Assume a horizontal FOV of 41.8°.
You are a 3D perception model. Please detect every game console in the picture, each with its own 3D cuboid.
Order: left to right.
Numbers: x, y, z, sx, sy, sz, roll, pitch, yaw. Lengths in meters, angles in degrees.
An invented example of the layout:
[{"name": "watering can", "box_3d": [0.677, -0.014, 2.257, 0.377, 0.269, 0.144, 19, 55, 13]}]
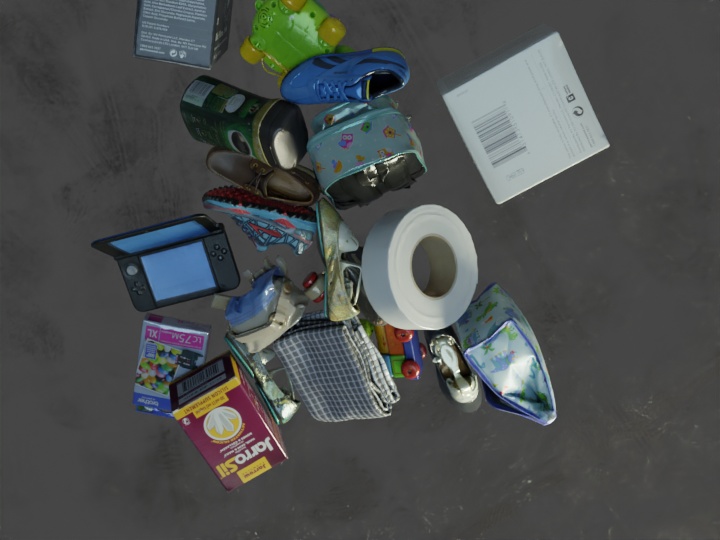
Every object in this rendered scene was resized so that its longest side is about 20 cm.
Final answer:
[{"name": "game console", "box_3d": [-0.320, -0.010, 1.573, 0.197, 0.119, 0.173, -14, 110, 6]}]

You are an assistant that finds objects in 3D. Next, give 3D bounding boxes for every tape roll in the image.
[{"name": "tape roll", "box_3d": [0.099, -0.004, 1.537, 0.200, 0.070, 0.206, 3, 85, -38]}]

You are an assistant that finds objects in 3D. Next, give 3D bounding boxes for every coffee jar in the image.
[{"name": "coffee jar", "box_3d": [-0.176, -0.228, 1.454, 0.198, 0.086, 0.105, 22, 152, 25]}]

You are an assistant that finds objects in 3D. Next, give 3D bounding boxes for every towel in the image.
[{"name": "towel", "box_3d": [-0.044, 0.167, 1.619, 0.164, 0.086, 0.202, -11, 115, 39]}]

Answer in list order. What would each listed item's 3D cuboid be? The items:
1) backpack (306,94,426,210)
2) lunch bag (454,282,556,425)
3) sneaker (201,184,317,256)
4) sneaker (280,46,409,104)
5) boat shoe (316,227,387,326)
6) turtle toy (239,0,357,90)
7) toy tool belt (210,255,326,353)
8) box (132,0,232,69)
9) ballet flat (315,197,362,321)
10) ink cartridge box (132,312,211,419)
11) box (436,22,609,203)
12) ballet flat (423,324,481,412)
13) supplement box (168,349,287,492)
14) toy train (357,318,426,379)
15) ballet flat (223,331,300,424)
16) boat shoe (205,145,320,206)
[{"name": "backpack", "box_3d": [0.005, -0.187, 1.460, 0.174, 0.200, 0.155, -19, 89, 8]}, {"name": "lunch bag", "box_3d": [0.254, 0.150, 1.604, 0.127, 0.170, 0.200, -37, 109, 13]}, {"name": "sneaker", "box_3d": [-0.172, -0.075, 1.569, 0.197, 0.080, 0.097, 16, 112, -6]}, {"name": "sneaker", "box_3d": [-0.025, -0.278, 1.389, 0.197, 0.079, 0.067, -9, 127, 8]}, {"name": "boat shoe", "box_3d": [0.000, 0.000, 1.587, 0.073, 0.075, 0.201, -32, 79, -27]}, {"name": "turtle toy", "box_3d": [-0.082, -0.349, 1.449, 0.199, 0.102, 0.146, 38, 121, -15]}, {"name": "toy tool belt", "box_3d": [-0.154, 0.041, 1.584, 0.199, 0.125, 0.123, -38, 108, 27]}, {"name": "box", "box_3d": [-0.249, -0.415, 1.375, 0.116, 0.197, 0.203, 8, 111, -4]}, {"name": "ballet flat", "box_3d": [-0.031, -0.018, 1.510, 0.070, 0.071, 0.203, -4, 102, 2]}, {"name": "ink cartridge box", "box_3d": [-0.341, 0.183, 1.690, 0.118, 0.042, 0.202, 11, 112, -4]}, {"name": "box", "box_3d": [0.250, -0.247, 1.473, 0.198, 0.131, 0.200, -28, 108, 10]}, {"name": "ballet flat", "box_3d": [0.166, 0.179, 1.668, 0.072, 0.073, 0.202, -22, 110, 8]}, {"name": "supplement box", "box_3d": [-0.234, 0.266, 1.662, 0.130, 0.103, 0.201, -30, 117, -2]}, {"name": "toy train", "box_3d": [0.042, 0.092, 1.637, 0.114, 0.085, 0.203, -5, 111, 17]}, {"name": "ballet flat", "box_3d": [-0.170, 0.178, 1.680, 0.074, 0.074, 0.202, -25, 111, 9]}, {"name": "boat shoe", "box_3d": [-0.158, -0.156, 1.542, 0.198, 0.068, 0.073, 18, 110, -7]}]
